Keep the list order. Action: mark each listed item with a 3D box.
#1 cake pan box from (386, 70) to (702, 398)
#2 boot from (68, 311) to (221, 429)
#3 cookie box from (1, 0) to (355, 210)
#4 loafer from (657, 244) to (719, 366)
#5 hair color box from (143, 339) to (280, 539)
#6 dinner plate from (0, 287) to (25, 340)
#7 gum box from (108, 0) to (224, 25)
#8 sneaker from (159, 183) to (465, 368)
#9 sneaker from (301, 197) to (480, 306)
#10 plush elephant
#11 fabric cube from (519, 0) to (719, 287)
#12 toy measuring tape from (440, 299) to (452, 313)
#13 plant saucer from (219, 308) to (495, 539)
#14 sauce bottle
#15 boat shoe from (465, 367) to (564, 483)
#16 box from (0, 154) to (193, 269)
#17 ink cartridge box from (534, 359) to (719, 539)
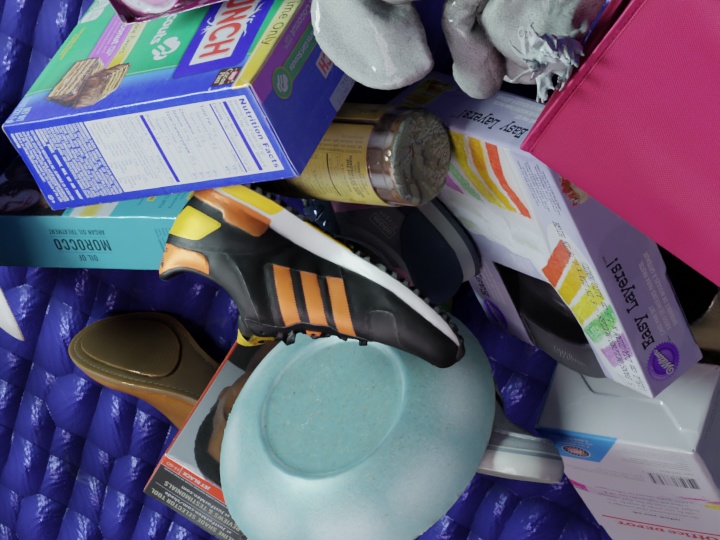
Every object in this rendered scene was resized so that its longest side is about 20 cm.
[{"bbox_3d":[0.116,-0.023,1.496,0.184,0.052,0.200,28,150,55],"label":"cake pan box"},{"bbox_3d":[-0.126,0.117,1.817,0.200,0.074,0.155,14,140,22],"label":"boot"},{"bbox_3d":[-0.100,-0.128,1.490,0.200,0.171,0.075,-6,128,34],"label":"cookie box"},{"bbox_3d":[0.223,0.023,1.523,0.076,0.067,0.200,-24,115,43],"label":"loafer"},{"bbox_3d":[-0.059,0.097,1.657,0.101,0.200,0.061,32,143,-2],"label":"hair color box"},{"bbox_3d":[-0.294,-0.036,1.703,0.200,0.024,0.200,62,170,20],"label":"dinner plate"},{"bbox_3d":[-0.058,-0.222,1.417,0.200,0.114,0.066,-9,125,36],"label":"gum box"},{"bbox_3d":[-0.033,0.020,1.478,0.200,0.090,0.070,33,179,1],"label":"sneaker"},{"bbox_3d":[-0.016,-0.047,1.551,0.200,0.082,0.070,43,161,16],"label":"sneaker"},{"bbox_3d":[0.058,-0.177,1.297,0.155,0.200,0.165,30,118,-4],"label":"plush elephant"},{"bbox_3d":[0.242,-0.120,1.278,0.199,0.200,0.196,34,139,-1],"label":"fabric cube"},{"bbox_3d":[0.000,0.000,1.623,0.200,0.074,0.074,40,138,-15],"label":"toy measuring tape"},{"bbox_3d":[-0.011,0.096,1.534,0.201,0.201,0.039,0,150,30],"label":"plant saucer"},{"bbox_3d":[-0.034,-0.078,1.497,0.200,0.065,0.065,8,135,42],"label":"sauce bottle"},{"bbox_3d":[0.054,0.090,1.563,0.201,0.072,0.070,15,179,39],"label":"boat shoe"},{"bbox_3d":[-0.173,-0.045,1.679,0.200,0.082,0.049,1,129,29],"label":"box"},{"bbox_3d":[0.208,0.131,1.608,0.115,0.068,0.200,8,154,27],"label":"ink cartridge box"}]
